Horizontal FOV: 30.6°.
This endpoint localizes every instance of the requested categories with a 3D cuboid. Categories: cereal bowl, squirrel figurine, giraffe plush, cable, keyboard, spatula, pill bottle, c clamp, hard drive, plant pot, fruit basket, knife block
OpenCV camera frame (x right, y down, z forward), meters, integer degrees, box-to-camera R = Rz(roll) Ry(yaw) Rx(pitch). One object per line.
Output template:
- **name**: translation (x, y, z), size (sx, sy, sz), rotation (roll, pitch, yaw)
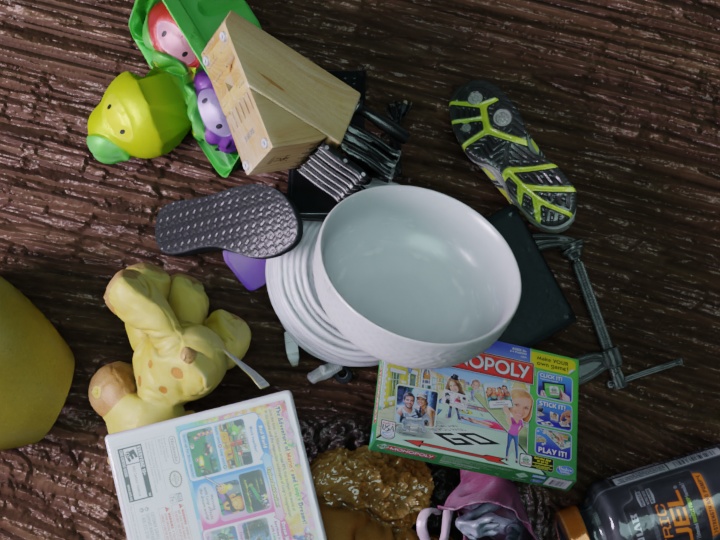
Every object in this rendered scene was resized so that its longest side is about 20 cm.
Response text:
- **cereal bowl**: translation (0.047, 0.016, 1.257), size (0.199, 0.083, 0.200), rotation (10, 49, -12)
- **squirrel figurine**: translation (0.025, 0.271, 1.339), size (0.186, 0.142, 0.201), rotation (7, 88, -8)
- **giraffe plush**: translation (-0.204, 0.111, 1.331), size (0.162, 0.172, 0.200), rotation (-52, 57, 14)
- **cable**: translation (0.000, 0.000, 1.379), size (0.199, 0.069, 0.201), rotation (-17, 85, -12)
- **keyboard**: translation (-0.010, -0.132, 1.380), size (0.127, 0.021, 0.200), rotation (1, 56, 3)
- **spatula**: translation (-0.073, 0.040, 1.407), size (0.056, 0.021, 0.200), rotation (-37, 88, -6)
- **pill bottle**: translation (0.305, 0.256, 1.364), size (0.199, 0.106, 0.107), rotation (-17, 86, -3)
- **c clamp**: translation (0.228, 0.045, 1.421), size (0.170, 0.027, 0.200), rotation (-25, 88, 1)
- **hard drive**: translation (0.106, 0.037, 1.345), size (0.200, 0.033, 0.140), rotation (-28, 88, -15)
- **plant pot**: translation (-0.373, 0.102, 1.322), size (0.142, 0.200, 0.201), rotation (25, 84, -26)
- **fruit basket**: translation (-0.193, -0.189, 1.369), size (0.215, 0.155, 0.216), rotation (4, 75, -17)
- **knife block**: translation (-0.045, -0.162, 1.305), size (0.175, 0.064, 0.200), rotation (-14, 75, -34)

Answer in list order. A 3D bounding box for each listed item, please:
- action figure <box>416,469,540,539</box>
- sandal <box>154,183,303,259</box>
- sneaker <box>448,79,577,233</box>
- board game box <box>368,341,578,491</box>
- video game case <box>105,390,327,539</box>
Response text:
- **action figure**: translation (0.125, 0.212, 1.341), size (0.148, 0.200, 0.134), rotation (-12, 129, 2)
- **sandal**: translation (-0.129, -0.049, 1.360), size (0.200, 0.048, 0.076), rotation (1, 85, 39)
- **sneaker**: translation (0.158, -0.116, 1.409), size (0.075, 0.076, 0.200), rotation (-30, 69, -2)
- **board game box**: translation (0.113, 0.129, 1.274), size (0.199, 0.029, 0.135), rotation (13, 58, -9)
- **video game case**: translation (-0.131, 0.232, 1.244), size (0.181, 0.024, 0.201), rotation (-13, 85, -7)
